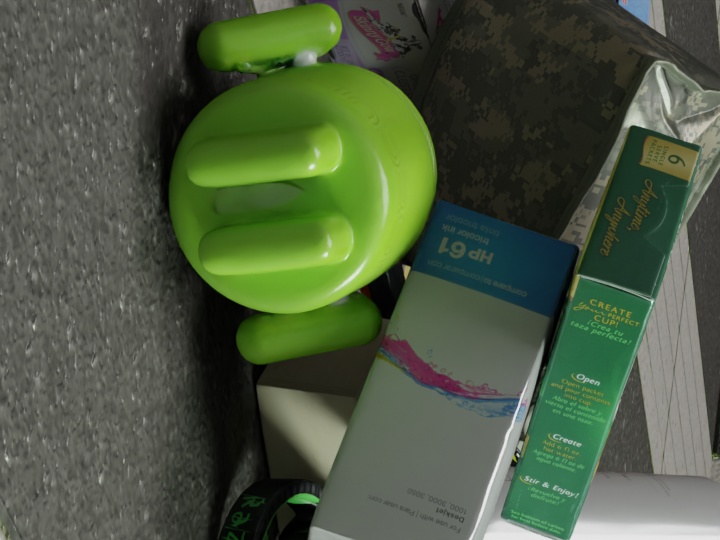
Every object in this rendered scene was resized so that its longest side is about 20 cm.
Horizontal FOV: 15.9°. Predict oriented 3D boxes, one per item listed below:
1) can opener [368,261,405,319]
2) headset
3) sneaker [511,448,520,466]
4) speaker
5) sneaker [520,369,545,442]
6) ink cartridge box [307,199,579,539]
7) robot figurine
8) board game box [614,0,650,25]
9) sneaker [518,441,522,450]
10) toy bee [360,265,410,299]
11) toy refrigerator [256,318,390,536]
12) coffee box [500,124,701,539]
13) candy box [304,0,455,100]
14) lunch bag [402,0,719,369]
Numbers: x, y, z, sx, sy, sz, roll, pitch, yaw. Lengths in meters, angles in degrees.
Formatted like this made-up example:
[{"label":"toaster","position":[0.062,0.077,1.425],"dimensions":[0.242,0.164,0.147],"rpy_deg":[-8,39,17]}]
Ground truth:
[{"label":"can opener","position":[0.000,0.000,1.515],"dimensions":[0.079,0.063,0.201],"rpy_deg":[-104,-174,-62]},{"label":"headset","position":[-0.013,0.196,1.424],"dimensions":[0.200,0.093,0.124],"rpy_deg":[54,42,-49]},{"label":"sneaker","position":[0.074,0.117,1.775],"dimensions":[0.074,0.087,0.201],"rpy_deg":[-26,118,-64]},{"label":"speaker","position":[0.123,0.155,1.497],"dimensions":[0.199,0.081,0.082],"rpy_deg":[5,86,-34]},{"label":"sneaker","position":[0.123,0.046,1.553],"dimensions":[0.200,0.082,0.078],"rpy_deg":[-40,150,-65]},{"label":"ink cartridge box","position":[0.038,0.089,1.342],"dimensions":[0.145,0.084,0.201],"rpy_deg":[99,10,-62]},{"label":"robot figurine","position":[-0.026,-0.044,1.298],"dimensions":[0.200,0.115,0.177],"rpy_deg":[-34,115,-73]},{"label":"board game box","position":[0.101,-0.187,1.647],"dimensions":[0.036,0.199,0.152],"rpy_deg":[24,65,-40]},{"label":"sneaker","position":[0.124,0.095,1.839],"dimensions":[0.076,0.087,0.200],"rpy_deg":[58,-29,8]},{"label":"toy bee","position":[0.051,0.060,1.635],"dimensions":[0.108,0.131,0.201],"rpy_deg":[-10,114,-33]},{"label":"toy refrigerator","position":[-0.010,0.127,1.496],"dimensions":[0.076,0.070,0.201],"rpy_deg":[-59,149,-49]},{"label":"coffee box","position":[0.126,0.034,1.355],"dimensions":[0.201,0.044,0.123],"rpy_deg":[102,9,-48]},{"label":"candy box","position":[0.025,-0.215,1.573],"dimensions":[0.168,0.071,0.201],"rpy_deg":[66,29,-62]},{"label":"lunch bag","position":[0.106,-0.059,1.499],"dimensions":[0.117,0.164,0.201],"rpy_deg":[16,108,-45]}]
